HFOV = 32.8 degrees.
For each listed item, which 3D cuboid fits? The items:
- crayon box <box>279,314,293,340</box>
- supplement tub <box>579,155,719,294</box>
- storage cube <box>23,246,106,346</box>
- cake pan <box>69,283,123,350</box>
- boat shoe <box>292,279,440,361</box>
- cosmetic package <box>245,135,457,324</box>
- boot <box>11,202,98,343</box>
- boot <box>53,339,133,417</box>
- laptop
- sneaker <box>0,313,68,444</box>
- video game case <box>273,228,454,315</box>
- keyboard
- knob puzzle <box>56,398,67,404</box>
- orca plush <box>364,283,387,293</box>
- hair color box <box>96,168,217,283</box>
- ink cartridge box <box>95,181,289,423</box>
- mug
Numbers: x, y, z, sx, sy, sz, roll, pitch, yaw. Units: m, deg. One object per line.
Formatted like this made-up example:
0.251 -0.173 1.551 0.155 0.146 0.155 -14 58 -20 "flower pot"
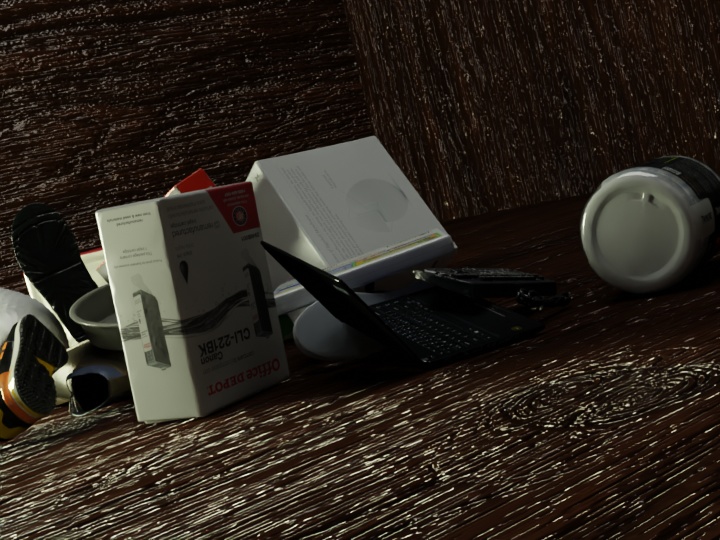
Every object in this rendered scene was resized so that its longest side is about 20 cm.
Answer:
-0.120 0.061 1.594 0.199 0.059 0.119 -16 5 -27 "crayon box"
0.308 -0.052 1.248 0.122 0.124 0.200 -11 5 30 "supplement tub"
-0.344 0.047 1.749 0.198 0.173 0.180 -12 4 20 "storage cube"
-0.222 0.040 1.363 0.198 0.037 0.200 -9 16 3 "cake pan"
0.018 0.051 1.252 0.199 0.070 0.066 -19 -12 -25 "boat shoe"
-0.025 -0.044 1.536 0.199 0.200 0.123 -15 -29 -40 "cosmetic package"
-0.360 0.017 1.513 0.073 0.199 0.162 -30 1 -10 "boot"
-0.299 0.115 1.323 0.199 0.075 0.097 -9 3 33 "boot"
0.036 0.014 1.122 0.198 0.104 0.177 -15 19 -24 "laptop"
-0.365 0.116 1.279 0.090 0.070 0.200 -39 21 6 "sneaker"
0.000 0.000 1.311 0.198 0.022 0.182 -19 4 1 "video game case"
0.148 0.015 1.228 0.126 0.021 0.199 20 11 30 "keyboard"
-0.264 0.085 1.470 0.218 0.031 0.220 -27 10 5 "knob puzzle"
0.030 0.031 1.411 0.104 0.072 0.200 -12 4 19 "orca plush"
-0.230 -0.025 1.500 0.200 0.102 0.061 -39 3 38 "hair color box"
-0.154 0.028 1.151 0.083 0.202 0.144 -7 7 33 "ink cartridge box"
-0.450 0.117 1.486 0.200 0.148 0.175 -46 28 -24 "mug"
